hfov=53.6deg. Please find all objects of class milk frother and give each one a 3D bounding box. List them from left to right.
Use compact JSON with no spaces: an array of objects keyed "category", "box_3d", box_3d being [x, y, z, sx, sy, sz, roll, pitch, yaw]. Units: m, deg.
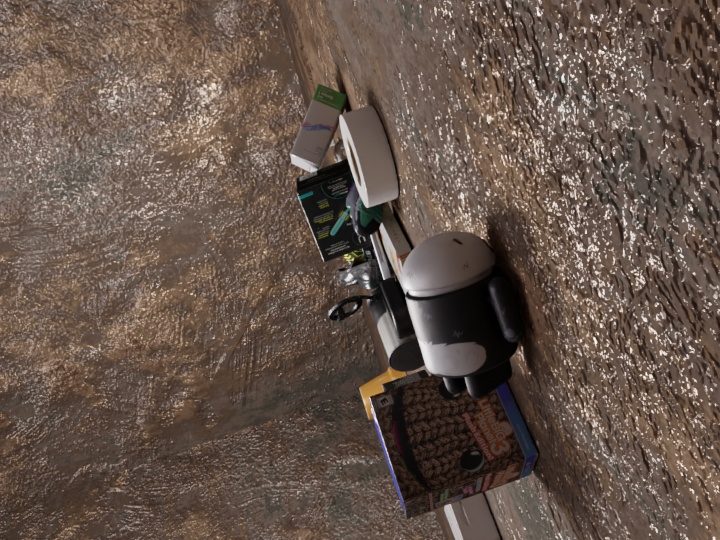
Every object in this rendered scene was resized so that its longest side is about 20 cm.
[{"category":"milk frother","box_3d":[0.046,0.137,1.683,0.181,0.199,0.189,49,-166,-45]}]

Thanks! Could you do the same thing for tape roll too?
[{"category":"tape roll","box_3d":[0.017,-0.237,1.494,0.202,0.070,0.205,162,90,-86]}]

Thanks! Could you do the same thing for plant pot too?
[{"category":"plant pot","box_3d":[0.099,0.473,2.680,0.200,0.181,0.203,162,90,-86]}]

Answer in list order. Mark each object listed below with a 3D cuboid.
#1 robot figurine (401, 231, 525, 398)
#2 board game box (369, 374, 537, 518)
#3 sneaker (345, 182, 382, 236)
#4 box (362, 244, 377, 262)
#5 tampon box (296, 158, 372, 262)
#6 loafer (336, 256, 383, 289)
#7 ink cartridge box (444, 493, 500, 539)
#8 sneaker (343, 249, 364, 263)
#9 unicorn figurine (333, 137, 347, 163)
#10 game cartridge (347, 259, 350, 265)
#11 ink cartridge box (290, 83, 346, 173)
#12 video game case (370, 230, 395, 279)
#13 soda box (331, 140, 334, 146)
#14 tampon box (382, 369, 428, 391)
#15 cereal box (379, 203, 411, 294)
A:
[{"category":"robot figurine","box_3d":[0.125,0.052,0.881,0.125,0.149,0.202,-49,-57,-69]},{"category":"board game box","box_3d":[0.131,0.241,1.038,0.097,0.198,0.161,80,171,-58]},{"category":"sneaker","box_3d":[0.001,-0.138,1.615,0.074,0.087,0.201,37,-139,-25]},{"category":"box","box_3d":[0.052,-0.009,1.921,0.159,0.045,0.202,-87,-20,-66]},{"category":"tampon box","box_3d":[-0.062,-0.154,1.820,0.127,0.148,0.202,-102,-8,-66]},{"category":"loafer","box_3d":[0.000,0.000,1.815,0.199,0.072,0.073,6,106,57]},{"category":"ink cartridge box","box_3d":[0.257,0.589,1.659,0.201,0.083,0.147,80,171,-59]},{"category":"sneaker","box_3d":[-0.016,-0.052,1.986,0.074,0.198,0.086,-2,85,56]},{"category":"unicorn figurine","box_3d":[-0.027,-0.266,1.919,0.137,0.073,0.202,36,129,46]},{"category":"game cartridge","box_3d":[0.022,-0.017,2.119,0.042,0.132,0.201,-57,28,22]},{"category":"ink cartridge box","box_3d":[-0.112,-0.369,1.886,0.145,0.083,0.202,164,128,-86]},{"category":"video game case","box_3d":[0.052,-0.072,1.796,0.200,0.023,0.184,-36,-71,-80]},{"category":"soda box","box_3d":[-0.147,-0.507,2.665,0.200,0.067,0.064,-117,10,-66]},{"category":"tampon box","box_3d":[0.148,0.369,1.811,0.200,0.125,0.152,-124,16,-76]},{"category":"cereal box","box_3d":[0.088,-0.036,1.611,0.201,0.039,0.145,-111,4,-47]}]
